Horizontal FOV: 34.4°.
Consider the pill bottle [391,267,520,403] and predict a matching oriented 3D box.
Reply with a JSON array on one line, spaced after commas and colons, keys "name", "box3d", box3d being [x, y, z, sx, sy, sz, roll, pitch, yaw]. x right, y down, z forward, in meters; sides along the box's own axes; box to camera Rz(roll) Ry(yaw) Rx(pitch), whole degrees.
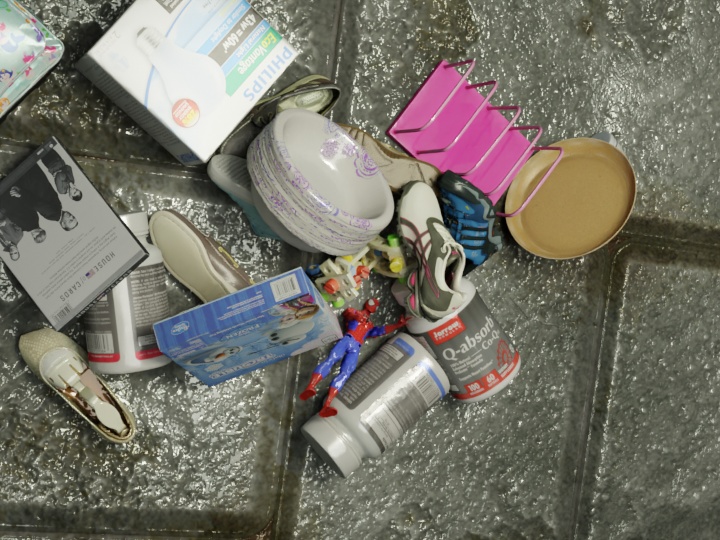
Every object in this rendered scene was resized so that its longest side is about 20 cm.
[{"name": "pill bottle", "box3d": [0.136, 0.083, 1.678, 0.116, 0.116, 0.200, -39, 106, -14]}]

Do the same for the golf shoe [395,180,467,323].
[{"name": "golf shoe", "box3d": [0.104, -0.032, 1.567, 0.077, 0.088, 0.201, 7, 69, -42]}]

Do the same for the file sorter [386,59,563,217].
[{"name": "file sorter", "box3d": [0.170, -0.188, 1.666, 0.200, 0.125, 0.139, 40, 80, -19]}]

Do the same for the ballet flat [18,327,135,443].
[{"name": "ballet flat", "box3d": [-0.362, 0.150, 1.519, 0.067, 0.062, 0.200, -47, 108, -12]}]

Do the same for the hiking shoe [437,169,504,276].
[{"name": "hiking shoe", "box3d": [0.147, -0.061, 1.652, 0.087, 0.074, 0.200, -48, 142, -11]}]

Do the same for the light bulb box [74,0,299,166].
[{"name": "light bulb box", "box3d": [-0.225, -0.273, 1.507, 0.200, 0.125, 0.198, 42, 79, -18]}]

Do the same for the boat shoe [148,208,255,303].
[{"name": "boat shoe", "box3d": [-0.204, -0.006, 1.570, 0.200, 0.072, 0.060, 49, 35, -6]}]

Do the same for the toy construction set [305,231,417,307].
[{"name": "toy construction set", "box3d": [0.000, 0.000, 1.599, 0.200, 0.131, 0.092, -27, 119, -49]}]

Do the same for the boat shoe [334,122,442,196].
[{"name": "boat shoe", "box3d": [0.017, -0.148, 1.641, 0.200, 0.066, 0.074, 25, 87, -9]}]

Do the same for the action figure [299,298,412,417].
[{"name": "action figure", "box3d": [-0.002, 0.103, 1.607, 0.065, 0.099, 0.200, 44, 47, -18]}]

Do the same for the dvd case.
[{"name": "dvd case", "box3d": [-0.378, -0.046, 1.450, 0.150, 0.025, 0.200, -40, 78, 3]}]

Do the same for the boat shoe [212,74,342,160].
[{"name": "boat shoe", "box3d": [-0.112, -0.204, 1.586, 0.201, 0.066, 0.072, -34, 108, -15]}]

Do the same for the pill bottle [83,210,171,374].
[{"name": "pill bottle", "box3d": [-0.307, 0.027, 1.505, 0.110, 0.111, 0.201, -8, 97, -20]}]

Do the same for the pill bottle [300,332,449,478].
[{"name": "pill bottle", "box3d": [0.019, 0.192, 1.643, 0.200, 0.114, 0.114, -41, 107, -13]}]

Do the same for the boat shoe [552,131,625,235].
[{"name": "boat shoe", "box3d": [0.347, -0.108, 1.776, 0.086, 0.075, 0.202, 40, 73, -29]}]

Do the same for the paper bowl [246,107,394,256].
[{"name": "paper bowl", "box3d": [-0.062, -0.105, 1.510, 0.200, 0.201, 0.104, 35, 123, -20]}]

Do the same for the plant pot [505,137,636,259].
[{"name": "plant pot", "box3d": [0.310, -0.102, 1.708, 0.200, 0.200, 0.027, -58, 143, -8]}]

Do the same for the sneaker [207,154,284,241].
[{"name": "sneaker", "box3d": [-0.134, -0.081, 1.579, 0.200, 0.074, 0.082, 30, 120, -25]}]

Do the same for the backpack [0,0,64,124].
[{"name": "backpack", "box3d": [-0.482, -0.280, 1.401, 0.200, 0.151, 0.178, 46, 79, -13]}]

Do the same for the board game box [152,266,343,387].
[{"name": "board game box", "box3d": [-0.139, 0.078, 1.502, 0.200, 0.199, 0.043, -21, 70, 4]}]
